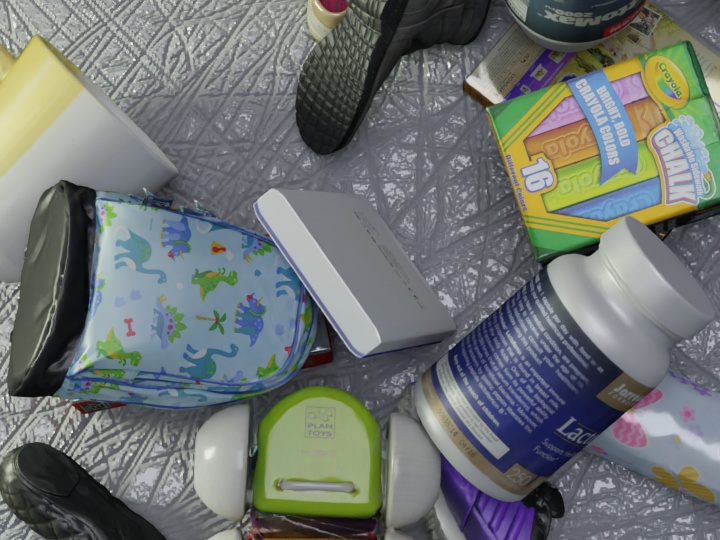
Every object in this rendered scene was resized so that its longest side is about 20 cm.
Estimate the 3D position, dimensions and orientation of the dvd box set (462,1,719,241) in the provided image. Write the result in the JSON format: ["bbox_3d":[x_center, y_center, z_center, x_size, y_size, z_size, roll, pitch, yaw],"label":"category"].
[{"bbox_3d":[0.202,-0.138,1.565,0.200,0.029,0.146,38,82,8],"label":"dvd box set"}]

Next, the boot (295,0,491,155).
[{"bbox_3d":[0.036,-0.176,1.547,0.132,0.200,0.070,-9,48,-43],"label":"boot"}]

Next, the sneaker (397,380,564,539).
[{"bbox_3d":[0.097,0.169,1.495,0.099,0.070,0.200,-19,81,-11],"label":"sneaker"}]

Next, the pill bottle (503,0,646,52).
[{"bbox_3d":[0.160,-0.232,1.468,0.120,0.200,0.120,0,79,2],"label":"pill bottle"}]

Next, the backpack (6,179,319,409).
[{"bbox_3d":[-0.131,0.027,1.423,0.200,0.154,0.163,19,70,-28],"label":"backpack"}]

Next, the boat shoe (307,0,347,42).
[{"bbox_3d":[-0.011,-0.279,1.577,0.074,0.069,0.200,-1,79,1],"label":"boat shoe"}]

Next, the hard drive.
[{"bbox_3d":[0.000,0.000,1.459,0.025,0.200,0.132,-38,80,15],"label":"hard drive"}]

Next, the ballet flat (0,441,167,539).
[{"bbox_3d":[-0.194,0.207,1.506,0.200,0.057,0.066,47,56,4],"label":"ballet flat"}]

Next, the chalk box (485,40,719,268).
[{"bbox_3d":[0.208,-0.090,1.472,0.200,0.125,0.124,-19,85,6],"label":"chalk box"}]

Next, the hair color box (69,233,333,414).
[{"bbox_3d":[-0.127,0.038,1.523,0.200,0.061,0.102,-11,79,-2],"label":"hair color box"}]

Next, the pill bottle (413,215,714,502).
[{"bbox_3d":[0.143,0.061,1.404,0.200,0.116,0.116,-43,80,18],"label":"pill bottle"}]

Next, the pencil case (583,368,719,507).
[{"bbox_3d":[0.252,0.122,1.489,0.200,0.083,0.091,24,62,6],"label":"pencil case"}]

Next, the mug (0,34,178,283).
[{"bbox_3d":[-0.255,-0.085,1.518,0.153,0.149,0.187,-45,71,2],"label":"mug"}]

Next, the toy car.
[{"bbox_3d":[-0.033,0.185,1.448,0.175,0.150,0.200,2,83,-1],"label":"toy car"}]
